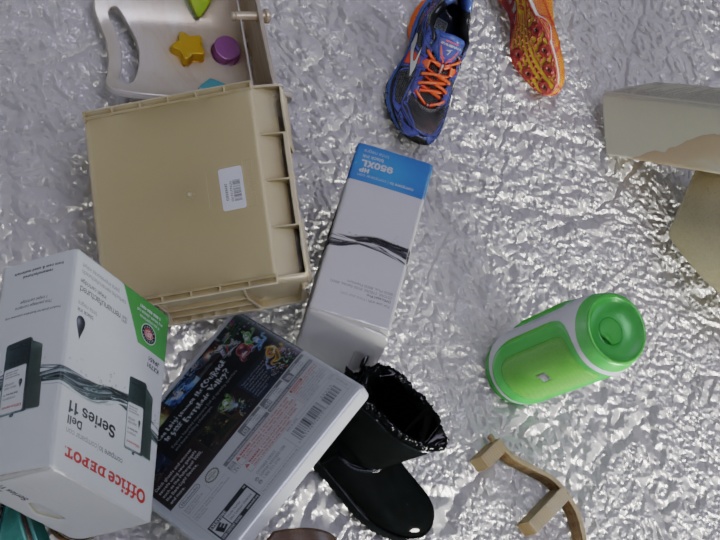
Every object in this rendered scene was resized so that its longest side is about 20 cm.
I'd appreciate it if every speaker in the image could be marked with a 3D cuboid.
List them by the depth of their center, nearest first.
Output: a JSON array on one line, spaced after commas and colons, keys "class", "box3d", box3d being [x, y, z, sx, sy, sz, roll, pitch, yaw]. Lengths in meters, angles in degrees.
[{"class": "speaker", "box3d": [0.210, 0.084, 1.441, 0.088, 0.200, 0.089, 8, 71, -24]}]

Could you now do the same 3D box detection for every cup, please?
[{"class": "cup", "box3d": [0.449, -0.061, 1.628, 0.142, 0.201, 0.201, 25, 62, 11]}]

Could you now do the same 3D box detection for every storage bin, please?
[{"class": "storage bin", "box3d": [-0.154, -0.062, 1.316, 0.196, 0.094, 0.202, -10, 76, 4]}]

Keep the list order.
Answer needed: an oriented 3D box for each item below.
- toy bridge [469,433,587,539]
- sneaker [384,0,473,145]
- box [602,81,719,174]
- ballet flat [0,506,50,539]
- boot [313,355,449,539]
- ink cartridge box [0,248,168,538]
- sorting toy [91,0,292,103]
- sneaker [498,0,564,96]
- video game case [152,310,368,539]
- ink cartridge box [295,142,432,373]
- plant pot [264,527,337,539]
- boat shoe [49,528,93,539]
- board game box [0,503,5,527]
[{"class": "toy bridge", "box3d": [0.197, 0.257, 1.481, 0.067, 0.027, 0.201, -37, 92, -33]}, {"class": "sneaker", "box3d": [0.081, -0.234, 1.546, 0.075, 0.078, 0.202, 18, 67, -20]}, {"class": "box", "box3d": [0.380, -0.168, 1.599, 0.094, 0.199, 0.079, -15, 108, -27]}, {"class": "ballet flat", "box3d": [-0.324, 0.201, 1.227, 0.070, 0.067, 0.202, -18, 82, -5]}, {"class": "boot", "box3d": [0.029, 0.177, 1.342, 0.198, 0.162, 0.074, 43, 53, -9]}, {"class": "ink cartridge box", "box3d": [-0.240, 0.107, 1.171, 0.147, 0.082, 0.202, 44, 39, -51]}, {"class": "sorting toy", "box3d": [-0.179, -0.237, 1.411, 0.178, 0.107, 0.202, -5, 68, -17]}, {"class": "sneaker", "box3d": [0.208, -0.306, 1.637, 0.077, 0.073, 0.202, -12, 83, -39]}, {"class": "video game case", "box3d": [-0.117, 0.149, 1.268, 0.200, 0.181, 0.023, -50, 141, -16]}, {"class": "ink cartridge box", "box3d": [0.000, 0.000, 1.373, 0.083, 0.145, 0.201, 17, 58, -2]}, {"class": "plant pot", "box3d": [-0.057, 0.350, 1.219, 0.198, 0.201, 0.199, -3, 52, -27]}, {"class": "boat shoe", "box3d": [-0.270, 0.147, 1.260, 0.070, 0.070, 0.202, -14, 80, -28]}, {"class": "board game box", "box3d": [-0.378, 0.201, 1.161, 0.149, 0.047, 0.202, 12, 78, -5]}]
